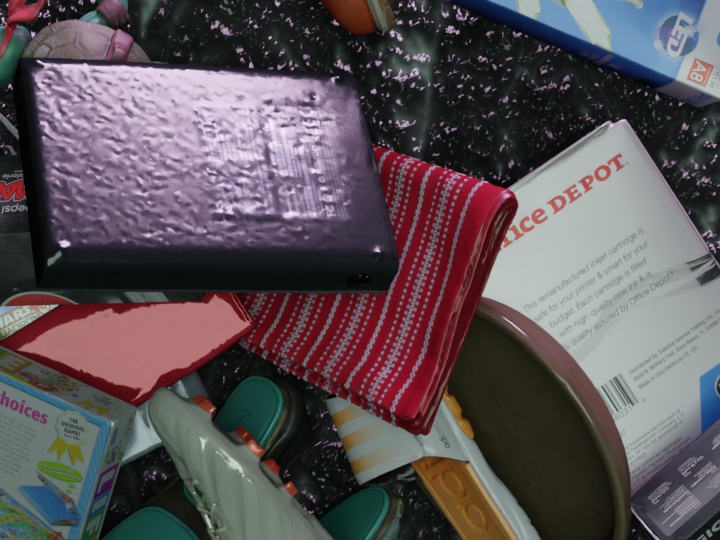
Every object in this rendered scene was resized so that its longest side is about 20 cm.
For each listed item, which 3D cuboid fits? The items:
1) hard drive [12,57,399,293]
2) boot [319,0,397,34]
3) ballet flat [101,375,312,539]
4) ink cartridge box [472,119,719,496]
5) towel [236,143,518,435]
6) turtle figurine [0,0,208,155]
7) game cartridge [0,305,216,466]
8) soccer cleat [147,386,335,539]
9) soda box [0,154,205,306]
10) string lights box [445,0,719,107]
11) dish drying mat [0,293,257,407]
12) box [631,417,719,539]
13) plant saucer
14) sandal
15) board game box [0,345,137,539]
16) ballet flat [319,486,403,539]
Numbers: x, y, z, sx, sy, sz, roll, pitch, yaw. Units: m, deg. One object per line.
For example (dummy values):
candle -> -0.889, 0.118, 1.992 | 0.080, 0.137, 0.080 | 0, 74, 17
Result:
hard drive -> -0.087, -0.053, 1.046 | 0.198, 0.033, 0.141 | 1, 57, -22
boot -> -0.064, -0.205, 1.143 | 0.107, 0.075, 0.200 | -40, 84, 1
ballet flat -> -0.096, 0.154, 1.140 | 0.200, 0.068, 0.068 | -48, 56, -5
ink cartridge box -> 0.145, 0.031, 1.145 | 0.145, 0.084, 0.201 | -33, 91, -6
towel -> 0.000, 0.000, 1.096 | 0.022, 0.199, 0.146 | 22, 90, -41
turtle figurine -> -0.156, -0.107, 1.124 | 0.199, 0.101, 0.151 | 23, 99, -13
game cartridge -> -0.204, 0.075, 1.152 | 0.199, 0.042, 0.134 | -27, 96, -3
soccer cleat -> -0.060, 0.153, 1.078 | 0.078, 0.069, 0.200 | -43, 98, -5
soda box -> -0.188, -0.023, 1.102 | 0.198, 0.071, 0.064 | -2, 50, 11
string lights box -> 0.143, -0.186, 1.157 | 0.199, 0.059, 0.104 | 22, 88, -4
dish drying mat -> -0.164, 0.056, 1.128 | 0.199, 0.018, 0.077 | -32, 90, -1
box -> 0.263, 0.118, 1.125 | 0.200, 0.159, 0.046 | -41, 52, -2
plant saucer -> 0.084, 0.095, 1.103 | 0.029, 0.200, 0.201 | -33, 93, -32
sandal -> 0.033, 0.114, 1.107 | 0.059, 0.079, 0.207 | -33, 83, -31
board game box -> -0.239, 0.104, 1.095 | 0.199, 0.034, 0.135 | 23, 107, 13
ballet flat -> -0.038, 0.218, 1.156 | 0.200, 0.074, 0.074 | -42, 93, 0
